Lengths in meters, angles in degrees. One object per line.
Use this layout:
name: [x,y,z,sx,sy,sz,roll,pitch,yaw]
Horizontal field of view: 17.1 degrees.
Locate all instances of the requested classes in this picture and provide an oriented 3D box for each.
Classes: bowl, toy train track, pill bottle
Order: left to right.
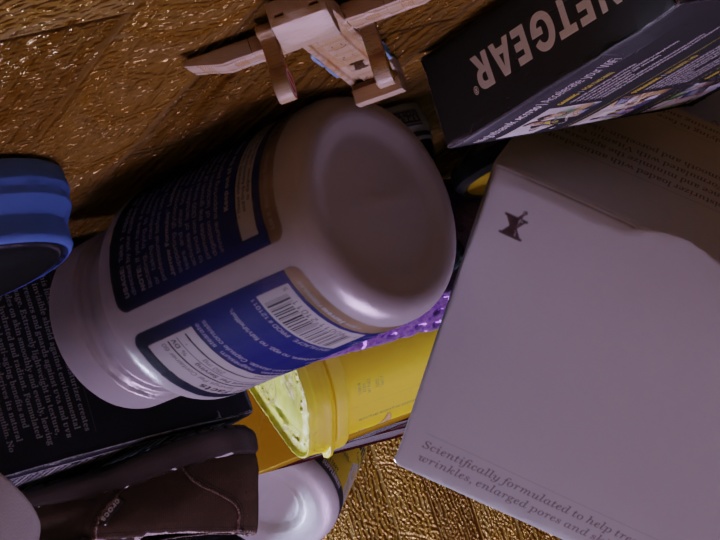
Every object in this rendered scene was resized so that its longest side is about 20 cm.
bowl: [-0.227,0.000,1.100,0.200,0.039,0.201,-18,173,-2]
pill bottle: [-0.059,-0.002,1.196,0.200,0.116,0.116,-23,171,40]
pill bottle: [-0.042,0.108,1.827,0.112,0.112,0.200,-23,-152,35]
toy train track: [-0.005,-0.085,1.015,0.114,0.033,0.200,-19,174,8]

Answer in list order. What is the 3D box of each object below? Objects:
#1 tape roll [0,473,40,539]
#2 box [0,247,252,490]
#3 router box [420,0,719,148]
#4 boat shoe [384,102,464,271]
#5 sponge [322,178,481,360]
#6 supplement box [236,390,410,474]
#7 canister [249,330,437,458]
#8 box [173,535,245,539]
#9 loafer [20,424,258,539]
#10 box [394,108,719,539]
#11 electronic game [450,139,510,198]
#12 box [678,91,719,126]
tape roll: [-0.259,0.114,1.203,0.202,0.037,0.203,15,152,8]
box: [-0.202,0.071,1.365,0.198,0.124,0.200,-12,170,-33]
router box: [0.139,-0.115,1.067,0.149,0.051,0.200,-12,171,-30]
boat shoe: [-0.010,-0.017,1.294,0.071,0.091,0.200,-15,173,-24]
sponge: [0.000,0.000,1.398,0.200,0.112,0.030,-14,129,-28]
supplement box: [0.032,0.041,1.690,0.200,0.133,0.197,-11,170,-44]
canister: [0.025,0.021,1.485,0.199,0.149,0.087,-19,135,-20]
box: [-0.163,0.160,1.853,0.117,0.201,0.197,-20,172,16]
loafer: [-0.145,0.146,1.313,0.199,0.071,0.073,-20,171,8]
box: [0.148,0.034,1.241,0.131,0.198,0.200,-54,165,-54]
electronic game: [0.149,-0.082,1.401,0.199,0.042,0.200,-17,173,-2]
box: [0.198,-0.036,1.347,0.200,0.102,0.112,-32,163,33]
